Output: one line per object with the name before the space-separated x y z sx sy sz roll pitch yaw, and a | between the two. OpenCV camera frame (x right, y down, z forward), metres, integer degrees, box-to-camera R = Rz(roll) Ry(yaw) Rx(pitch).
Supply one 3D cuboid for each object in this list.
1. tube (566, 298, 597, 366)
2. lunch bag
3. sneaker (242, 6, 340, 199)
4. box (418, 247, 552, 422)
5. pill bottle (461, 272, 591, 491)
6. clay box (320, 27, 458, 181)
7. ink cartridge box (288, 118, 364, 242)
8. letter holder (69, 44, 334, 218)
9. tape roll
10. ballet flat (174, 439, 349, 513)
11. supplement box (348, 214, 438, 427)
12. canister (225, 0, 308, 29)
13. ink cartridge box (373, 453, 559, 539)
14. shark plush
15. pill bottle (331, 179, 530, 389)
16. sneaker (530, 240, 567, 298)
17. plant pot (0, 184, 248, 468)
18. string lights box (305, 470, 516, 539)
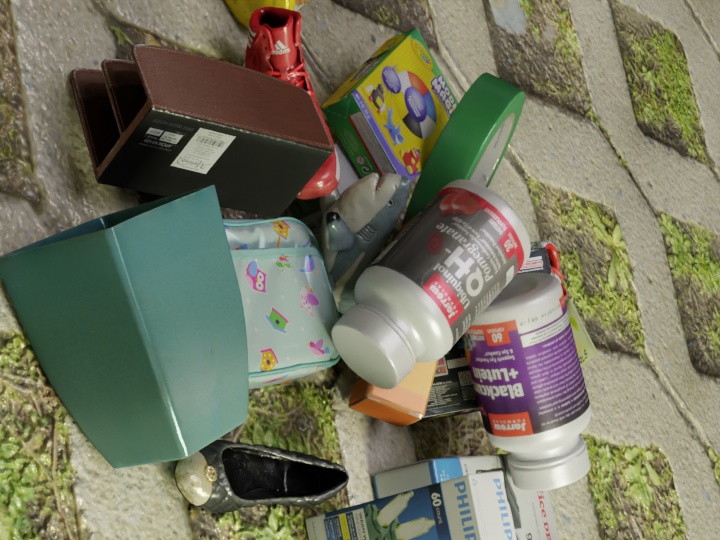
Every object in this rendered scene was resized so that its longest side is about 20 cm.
tube | 0.233 0.102 1.954 0.200 0.052 0.058 -38 145 -57
lunch bag | -0.108 0.027 1.531 0.199 0.077 0.162 -3 77 -53
sneaker | -0.075 -0.172 1.600 0.116 0.078 0.201 88 -21 -55
box | 0.121 0.068 1.753 0.198 0.046 0.160 -9 79 -22
pill bottle | 0.170 0.114 1.666 0.111 0.111 0.202 -33 111 -53
clay box | 0.043 -0.172 1.739 0.115 0.047 0.200 59 38 -16
ink cartridge box | -0.003 -0.108 1.741 0.104 0.059 0.201 53 40 -20
letter holder | -0.146 -0.147 1.499 0.199 0.101 0.143 11 45 -39
tape roll | 0.111 -0.113 1.784 0.048 0.201 0.201 27 40 9
ballet flat | -0.091 0.182 1.497 0.199 0.057 0.067 7 67 -50
supplement box | 0.050 0.051 1.671 0.066 0.069 0.202 21 72 -12
canister | -0.079 -0.353 1.739 0.149 0.086 0.200 58 40 -15
ink cartridge box | 0.115 0.267 1.696 0.199 0.083 0.146 5 70 -51
shark plush | 0.000 0.000 1.623 0.091 0.082 0.202 -112 -155 -72
pill bottle | 0.064 0.016 1.573 0.200 0.110 0.111 -47 112 -26
sneaker | 0.167 0.048 1.836 0.067 0.107 0.203 54 37 -39
plant pot | -0.183 0.054 1.383 0.141 0.140 0.202 -28 103 -53
string lights box | 0.048 0.256 1.519 0.059 0.199 0.104 4 70 -50
